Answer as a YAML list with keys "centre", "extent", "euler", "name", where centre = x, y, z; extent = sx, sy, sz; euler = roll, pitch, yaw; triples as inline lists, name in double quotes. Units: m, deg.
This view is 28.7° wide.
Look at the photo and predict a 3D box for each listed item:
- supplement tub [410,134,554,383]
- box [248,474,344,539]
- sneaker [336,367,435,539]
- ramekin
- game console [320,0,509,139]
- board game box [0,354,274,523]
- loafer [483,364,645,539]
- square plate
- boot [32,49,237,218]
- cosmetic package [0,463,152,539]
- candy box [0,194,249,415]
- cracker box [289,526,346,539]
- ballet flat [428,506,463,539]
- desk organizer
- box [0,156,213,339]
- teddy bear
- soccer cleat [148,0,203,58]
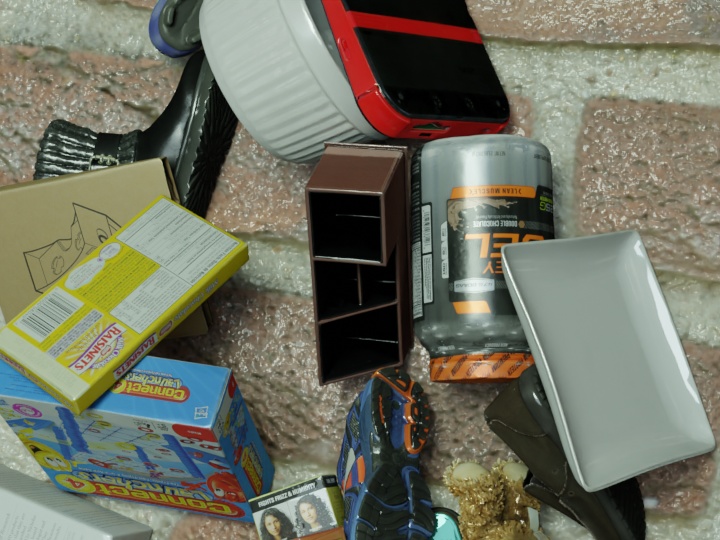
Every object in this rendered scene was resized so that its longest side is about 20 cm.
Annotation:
- centre: [0.104, -0.007, 1.190]
  extent: [0.122, 0.122, 0.201]
  euler: [-3, 83, 12]
  name: "supplement tub"
- centre: [-0.029, 0.279, 1.190]
  extent: [0.075, 0.050, 0.201]
  euler: [-20, 79, 11]
  name: "box"
- centre: [0.016, 0.185, 1.189]
  extent: [0.075, 0.078, 0.201]
  euler: [22, 54, -20]
  name: "sneaker"
- centre: [-0.052, -0.188, 1.214]
  extent: [0.105, 0.200, 0.201]
  euler: [-25, 78, 19]
  name: "ramekin"
- centre: [0.043, -0.194, 1.197]
  extent: [0.031, 0.200, 0.178]
  euler: [-32, 74, 34]
  name: "game console"
- centre: [-0.190, 0.138, 1.196]
  extent: [0.199, 0.196, 0.056]
  euler: [7, 59, 13]
  name: "board game box"
- centre: [0.169, 0.163, 1.159]
  extent: [0.071, 0.073, 0.200]
  euler: [-25, 110, 27]
  name: "loafer"
- centre: [0.198, 0.069, 1.142]
  extent: [0.028, 0.198, 0.201]
  euler: [-28, 75, 42]
  name: "square plate"
- centre: [-0.209, -0.122, 1.295]
  extent: [0.157, 0.079, 0.212]
  euler: [17, 87, 14]
  name: "boot"
- centre: [-0.301, 0.230, 1.259]
  extent: [0.199, 0.101, 0.072]
  euler: [20, 88, 15]
  name: "cosmetic package"
- centre: [-0.193, 0.023, 1.146]
  extent: [0.102, 0.026, 0.200]
  euler: [31, 58, 25]
  name: "candy box"
- centre: [-0.082, 0.298, 1.152]
  extent: [0.200, 0.058, 0.135]
  euler: [-23, 77, 39]
  name: "cracker box"
- centre: [0.085, 0.299, 1.180]
  extent: [0.068, 0.068, 0.201]
  euler: [-8, 72, 7]
  name: "ballet flat"
- centre: [0.000, 0.000, 1.180]
  extent: [0.071, 0.077, 0.201]
  euler: [5, 123, 13]
  name: "desk organizer"
- centre: [-0.245, -0.009, 1.272]
  extent: [0.199, 0.021, 0.164]
  euler: [-8, 108, 18]
  name: "box"
- centre: [0.126, 0.245, 1.158]
  extent: [0.067, 0.145, 0.201]
  euler: [-39, 70, 38]
  name: "teddy bear"
- centre: [-0.133, -0.283, 1.307]
  extent: [0.065, 0.084, 0.201]
  euler: [38, 74, -20]
  name: "soccer cleat"
